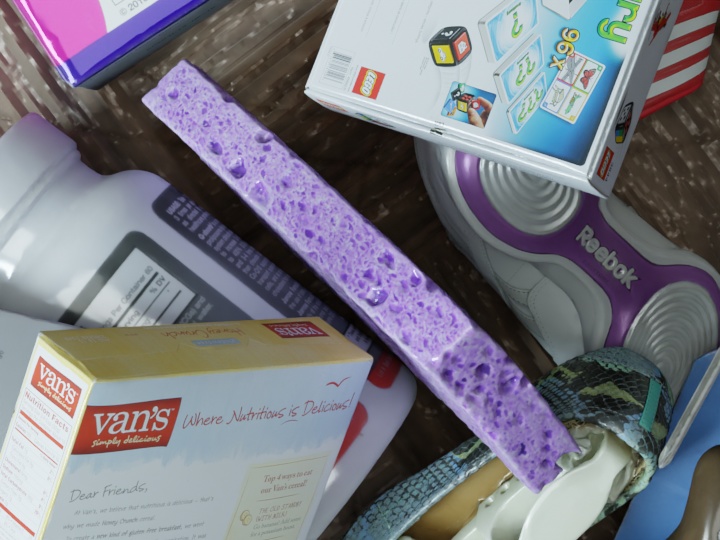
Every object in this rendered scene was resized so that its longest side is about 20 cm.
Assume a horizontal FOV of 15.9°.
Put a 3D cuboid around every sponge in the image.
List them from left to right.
[{"bbox_3d":[0.000,0.000,1.026,0.030,0.112,0.200,-44,52,-2],"label":"sponge"}]

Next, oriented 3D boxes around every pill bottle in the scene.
[{"bbox_3d":[-0.086,0.031,1.072,0.200,0.116,0.116,38,91,-1],"label":"pill bottle"}]

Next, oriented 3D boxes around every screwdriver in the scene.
[{"bbox_3d":[0.169,0.008,1.068,0.029,0.028,0.200,18,55,16],"label":"screwdriver"}]

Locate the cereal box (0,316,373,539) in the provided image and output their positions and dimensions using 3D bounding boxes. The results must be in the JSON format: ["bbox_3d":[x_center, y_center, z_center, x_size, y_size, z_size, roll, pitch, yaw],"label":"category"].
[{"bbox_3d":[-0.085,0.113,0.963,0.040,0.144,0.200,35,114,37],"label":"cereal box"}]

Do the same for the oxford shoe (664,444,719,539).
[{"bbox_3d":[0.112,0.151,1.075,0.084,0.073,0.200,25,113,9],"label":"oxford shoe"}]

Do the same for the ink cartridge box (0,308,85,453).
[{"bbox_3d":[-0.193,0.080,1.029,0.200,0.085,0.145,14,132,19],"label":"ink cartridge box"}]

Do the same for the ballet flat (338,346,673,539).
[{"bbox_3d":[0.049,0.110,1.065,0.074,0.074,0.200,42,114,-1],"label":"ballet flat"}]

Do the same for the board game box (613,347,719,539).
[{"bbox_3d":[0.195,0.114,1.101,0.158,0.039,0.200,24,112,7],"label":"board game box"}]

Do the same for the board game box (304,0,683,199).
[{"bbox_3d":[0.072,-0.141,1.011,0.126,0.035,0.200,20,85,22],"label":"board game box"}]

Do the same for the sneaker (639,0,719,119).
[{"bbox_3d":[0.056,-0.107,1.089,0.199,0.078,0.116,3,90,1],"label":"sneaker"}]

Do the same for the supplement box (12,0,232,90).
[{"bbox_3d":[-0.129,-0.185,1.072,0.101,0.103,0.200,-32,93,1],"label":"supplement box"}]

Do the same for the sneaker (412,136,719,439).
[{"bbox_3d":[0.092,-0.006,1.097,0.075,0.100,0.200,-40,115,-7],"label":"sneaker"}]
